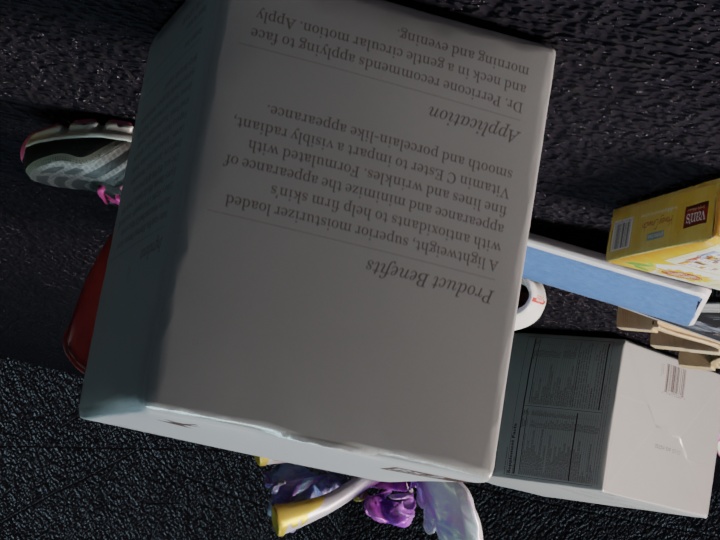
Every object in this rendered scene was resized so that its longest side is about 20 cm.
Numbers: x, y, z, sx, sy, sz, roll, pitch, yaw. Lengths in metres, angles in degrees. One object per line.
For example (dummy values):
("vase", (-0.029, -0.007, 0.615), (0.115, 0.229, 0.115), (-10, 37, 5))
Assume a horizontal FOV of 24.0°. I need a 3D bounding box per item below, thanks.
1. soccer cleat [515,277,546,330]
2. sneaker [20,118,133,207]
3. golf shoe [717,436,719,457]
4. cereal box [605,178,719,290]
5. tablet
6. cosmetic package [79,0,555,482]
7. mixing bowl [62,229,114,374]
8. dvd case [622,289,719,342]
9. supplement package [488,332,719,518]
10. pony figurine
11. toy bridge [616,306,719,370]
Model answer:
("soccer cleat", (0.044, 0.014, 1.303), (0.198, 0.069, 0.085), (5, 176, 5))
("sneaker", (-0.128, -0.041, 1.104), (0.198, 0.088, 0.074), (11, 171, -3))
("golf shoe", (0.438, 0.170, 1.848), (0.091, 0.076, 0.199), (-13, 162, 30))
("cereal box", (0.266, -0.006, 1.016), (0.198, 0.040, 0.144), (13, 171, -16))
("tablet", (0.146, -0.003, 1.197), (0.198, 0.014, 0.130), (17, 171, 9))
("cosmetic package", (-0.025, -0.013, 0.799), (0.163, 0.202, 0.165), (14, 170, -17))
("mixing bowl", (-0.109, 0.008, 1.213), (0.198, 0.109, 0.200), (7, -159, -3))
("dvd case", (0.310, 0.039, 1.289), (0.199, 0.025, 0.150), (19, 168, -36))
("supplement package", (0.222, 0.151, 1.683), (0.199, 0.149, 0.190), (2, 168, 43))
("pony figurine", (0.021, 0.135, 1.295), (0.198, 0.195, 0.167), (-13, -145, -18))
("toy bridge", (0.277, 0.056, 1.421), (0.067, 0.028, 0.200), (4, 169, 28))
